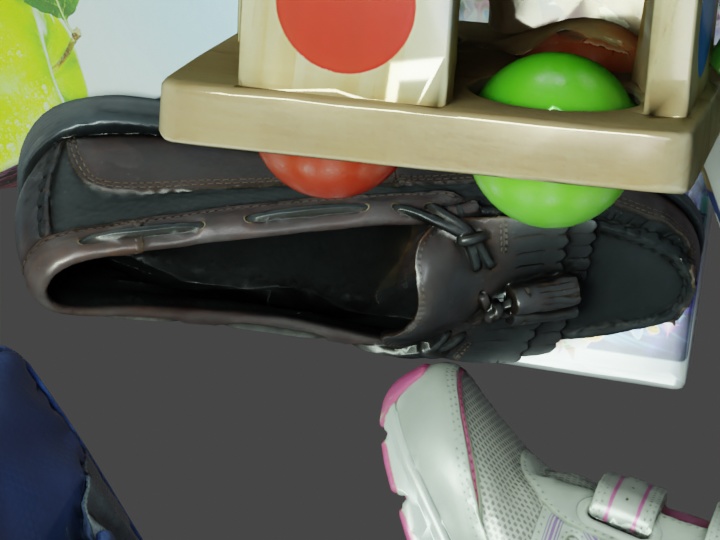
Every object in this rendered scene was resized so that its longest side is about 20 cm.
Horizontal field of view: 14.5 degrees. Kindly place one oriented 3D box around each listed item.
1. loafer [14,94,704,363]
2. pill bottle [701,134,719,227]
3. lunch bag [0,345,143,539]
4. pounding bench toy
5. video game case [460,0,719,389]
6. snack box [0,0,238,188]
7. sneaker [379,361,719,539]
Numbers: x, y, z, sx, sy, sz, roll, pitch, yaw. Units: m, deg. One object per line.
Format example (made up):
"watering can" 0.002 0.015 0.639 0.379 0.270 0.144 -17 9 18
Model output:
"loafer" 0.000 0.000 0.794 0.198 0.063 0.072 7 130 -5
"pill bottle" 0.172 0.029 0.782 0.110 0.111 0.201 -19 95 10
"lunch bag" -0.123 0.119 0.788 0.132 0.200 0.136 -29 110 14
"pounding bench toy" 0.066 -0.092 0.680 0.198 0.124 0.157 6 105 12
"video game case" 0.041 -0.074 0.845 0.142 0.018 0.202 8 95 8
"snack box" -0.056 -0.138 0.818 0.199 0.068 0.170 -24 87 17
"sneaker" 0.089 0.095 0.818 0.088 0.081 0.200 -43 93 14
